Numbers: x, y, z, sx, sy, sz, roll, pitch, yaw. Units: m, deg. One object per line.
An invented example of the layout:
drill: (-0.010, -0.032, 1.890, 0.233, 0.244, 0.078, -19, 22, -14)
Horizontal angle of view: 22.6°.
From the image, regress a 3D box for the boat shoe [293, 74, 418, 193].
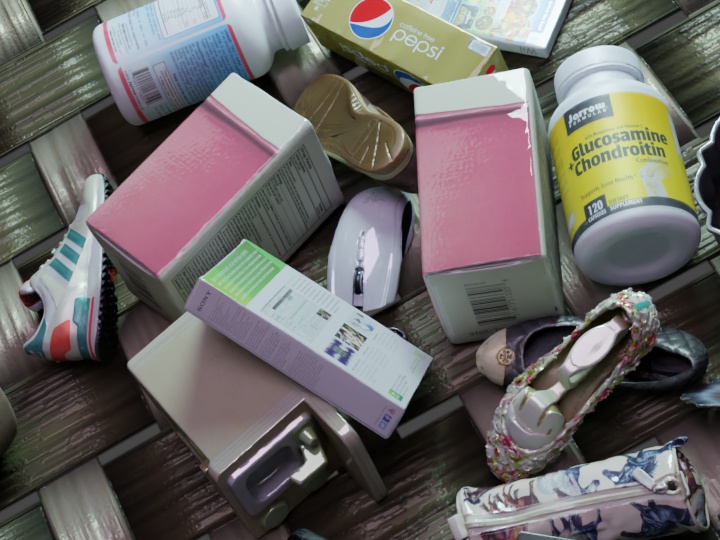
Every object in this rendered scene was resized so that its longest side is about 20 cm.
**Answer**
boat shoe: (0.003, -0.123, 1.704, 0.072, 0.072, 0.200, -53, 37, -1)

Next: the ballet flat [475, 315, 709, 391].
ballet flat: (0.194, 0.070, 1.528, 0.199, 0.057, 0.067, -2, 85, 16)

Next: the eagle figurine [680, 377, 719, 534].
eagle figurine: (0.369, 0.118, 1.431, 0.200, 0.151, 0.152, -37, 6, 31)

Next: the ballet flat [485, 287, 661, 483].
ballet flat: (0.165, 0.092, 1.483, 0.076, 0.064, 0.200, 42, 101, 18)

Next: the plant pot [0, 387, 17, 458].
plant pot: (-0.402, 0.155, 1.595, 0.200, 0.201, 0.174, 31, 55, 29)

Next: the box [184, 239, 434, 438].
box: (-0.040, 0.054, 1.516, 0.199, 0.144, 0.036, 34, 108, 3)

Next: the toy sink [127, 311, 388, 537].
toy sink: (-0.089, 0.139, 1.532, 0.112, 0.131, 0.200, -41, 58, -10)

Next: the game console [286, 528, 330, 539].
game console: (-0.006, 0.325, 1.390, 0.199, 0.177, 0.116, 20, 39, 35)

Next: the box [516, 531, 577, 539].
box: (0.177, 0.318, 1.348, 0.147, 0.124, 0.201, 5, 63, 19)

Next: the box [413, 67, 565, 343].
box: (0.113, -0.056, 1.591, 0.108, 0.128, 0.201, -9, 57, 11)

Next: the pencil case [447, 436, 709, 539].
pencil case: (0.174, 0.191, 1.440, 0.199, 0.089, 0.078, -15, 62, 14)

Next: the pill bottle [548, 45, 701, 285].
pill bottle: (0.227, -0.096, 1.592, 0.111, 0.112, 0.201, -14, 57, 8)

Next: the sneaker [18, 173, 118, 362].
sneaker: (-0.277, -0.004, 1.708, 0.093, 0.070, 0.201, -5, 61, 6)

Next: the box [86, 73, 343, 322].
box: (-0.131, -0.056, 1.654, 0.109, 0.128, 0.200, 34, 73, 31)

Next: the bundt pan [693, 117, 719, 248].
bundt pan: (0.388, -0.063, 1.546, 0.200, 0.076, 0.203, -7, 58, 11)

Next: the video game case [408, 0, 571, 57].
video game case: (0.116, -0.288, 1.798, 0.199, 0.018, 0.144, 13, 64, 23)

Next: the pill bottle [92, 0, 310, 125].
pill bottle: (-0.156, -0.227, 1.786, 0.199, 0.109, 0.109, -21, 56, 2)

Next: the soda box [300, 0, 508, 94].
soda box: (0.043, -0.216, 1.735, 0.199, 0.068, 0.064, 32, 82, 26)

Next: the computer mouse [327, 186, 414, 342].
computer mouse: (0.000, 0.000, 1.641, 0.109, 0.044, 0.201, 0, 60, 17)
